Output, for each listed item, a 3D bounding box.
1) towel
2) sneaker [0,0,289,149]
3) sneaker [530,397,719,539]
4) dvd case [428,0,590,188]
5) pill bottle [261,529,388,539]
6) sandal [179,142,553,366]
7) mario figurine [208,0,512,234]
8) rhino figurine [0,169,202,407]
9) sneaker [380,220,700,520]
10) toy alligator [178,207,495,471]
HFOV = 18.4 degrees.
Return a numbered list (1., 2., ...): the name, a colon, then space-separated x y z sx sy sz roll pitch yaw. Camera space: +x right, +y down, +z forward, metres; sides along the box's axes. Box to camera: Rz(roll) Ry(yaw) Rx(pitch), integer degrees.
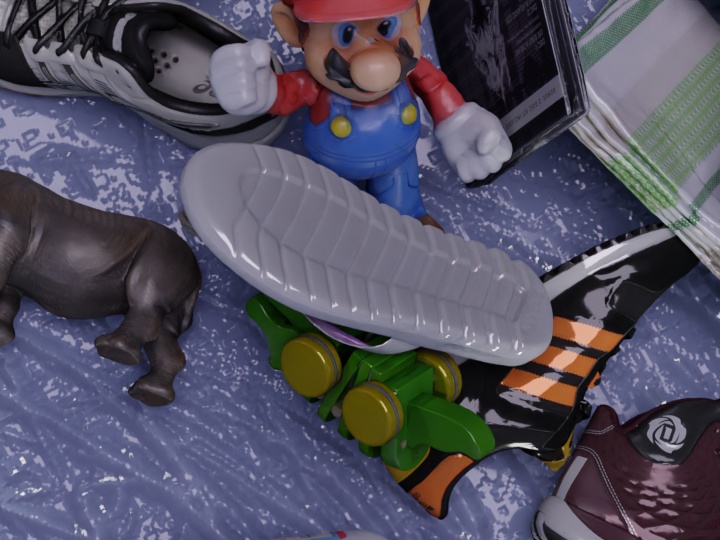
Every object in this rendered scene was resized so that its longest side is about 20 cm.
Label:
1. towel: 0.194 -0.065 1.151 0.200 0.031 0.149 44 46 0
2. sneaker: -0.127 -0.121 1.118 0.199 0.088 0.076 17 79 -4
3. sneaker: 0.196 0.127 1.129 0.199 0.076 0.116 25 74 -3
4. dvd case: 0.063 -0.155 1.121 0.016 0.149 0.201 -9 81 -18
5. pill bottle: -0.036 0.183 1.065 0.199 0.109 0.109 -5 80 -9
6. sandal: -0.001 0.006 1.052 0.202 0.050 0.083 23 47 -20
7. mario figurine: 0.001 -0.073 1.069 0.106 0.201 0.123 25 47 30
8. rhino figurine: -0.172 -0.009 1.103 0.199 0.060 0.088 21 58 -3
9. sneaker: 0.097 0.051 1.132 0.200 0.070 0.090 -29 88 -6
10. toy alligator: -0.019 0.042 1.080 0.200 0.054 0.059 37 39 21
